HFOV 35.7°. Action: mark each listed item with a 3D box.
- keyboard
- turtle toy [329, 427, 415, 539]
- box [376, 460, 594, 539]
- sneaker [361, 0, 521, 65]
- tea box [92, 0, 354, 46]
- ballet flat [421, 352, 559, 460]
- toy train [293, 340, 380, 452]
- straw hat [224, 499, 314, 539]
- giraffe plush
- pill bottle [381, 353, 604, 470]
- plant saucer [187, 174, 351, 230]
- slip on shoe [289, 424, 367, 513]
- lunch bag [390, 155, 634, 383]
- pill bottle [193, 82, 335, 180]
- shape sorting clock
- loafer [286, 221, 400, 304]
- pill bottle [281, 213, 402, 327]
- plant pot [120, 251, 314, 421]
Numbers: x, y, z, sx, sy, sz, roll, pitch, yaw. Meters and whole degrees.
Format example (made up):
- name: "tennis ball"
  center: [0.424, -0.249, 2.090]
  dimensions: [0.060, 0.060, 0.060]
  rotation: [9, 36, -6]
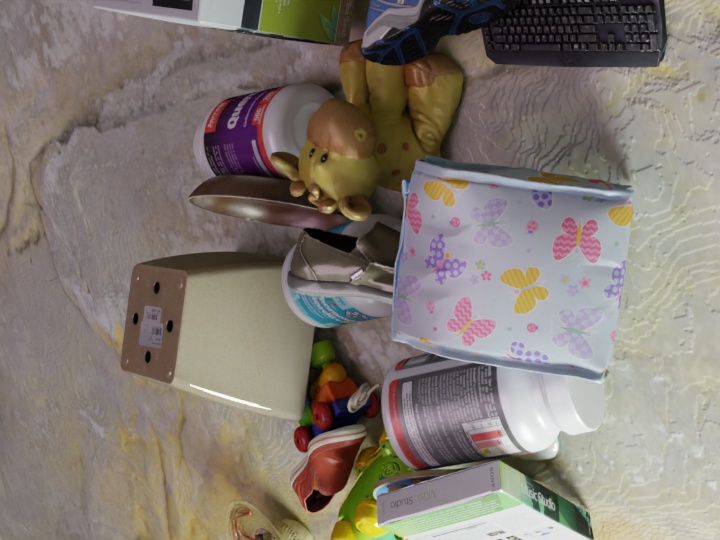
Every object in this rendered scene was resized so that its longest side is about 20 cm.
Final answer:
- name: "keyboard"
  center: [0.175, -0.239, 0.970]
  dimensions: [0.199, 0.021, 0.128]
  rotation: [12, 118, 47]
- name: "turtle toy"
  center: [0.032, 0.288, 1.358]
  dimensions: [0.101, 0.146, 0.200]
  rotation: [28, 141, -7]
- name: "box"
  center: [0.129, 0.252, 1.134]
  dimensions: [0.144, 0.200, 0.037]
  rotation: [-22, 55, 28]
- name: "sneaker"
  center: [0.071, -0.255, 1.016]
  dimensions: [0.199, 0.075, 0.078]
  rotation: [-15, 71, 43]
- name: "tea box"
  center: [-0.135, -0.314, 1.147]
  dimensions: [0.199, 0.196, 0.135]
  rotation: [19, 104, 43]
- name: "ballet flat"
  center: [0.123, 0.156, 1.215]
  dimensions: [0.199, 0.069, 0.070]
  rotation: [33, 132, 37]
- name: "toy train"
  center: [-0.032, 0.136, 1.395]
  dimensions: [0.116, 0.084, 0.200]
  rotation: [66, 146, 23]
- name: "straw hat"
  center: [-0.111, 0.413, 1.632]
  dimensions: [0.200, 0.085, 0.203]
  rotation: [26, 124, 46]
- name: "giraffe plush"
  center: [0.000, -0.127, 1.129]
  dimensions: [0.172, 0.161, 0.202]
  rotation: [4, 112, 50]
- name: "pill bottle"
  center: [0.130, 0.128, 1.107]
  dimensions: [0.199, 0.116, 0.117]
  rotation: [-15, 98, 31]
- name: "plant saucer"
  center: [-0.097, -0.078, 1.275]
  dimensions: [0.199, 0.199, 0.032]
  rotation: [-1, 81, 51]
- name: "slip on shoe"
  center: [-0.036, 0.247, 1.401]
  dimensions: [0.062, 0.074, 0.200]
  rotation: [67, 149, 25]
- name: "lunch bag"
  center: [0.130, -0.007, 0.984]
  dimensions: [0.198, 0.127, 0.171]
  rotation: [7, 98, 10]
- name: "pill bottle"
  center: [-0.111, -0.151, 1.298]
  dimensions: [0.199, 0.112, 0.113]
  rotation: [1, 110, 51]
- name: "shape sorting clock"
  center: [0.112, 0.244, 1.191]
  dimensions: [0.200, 0.199, 0.040]
  rotation: [-31, 52, 53]
- name: "loafer"
  center: [0.021, -0.010, 1.085]
  dimensions: [0.198, 0.075, 0.070]
  rotation: [2, 105, 15]
- name: "pill bottle"
  center: [0.000, 0.000, 1.229]
  dimensions: [0.200, 0.110, 0.112]
  rotation: [-17, 96, 60]
- name: "plant pot"
  center: [-0.187, 0.071, 1.405]
  dimensions: [0.199, 0.176, 0.202]
  rotation: [7, 88, 49]
